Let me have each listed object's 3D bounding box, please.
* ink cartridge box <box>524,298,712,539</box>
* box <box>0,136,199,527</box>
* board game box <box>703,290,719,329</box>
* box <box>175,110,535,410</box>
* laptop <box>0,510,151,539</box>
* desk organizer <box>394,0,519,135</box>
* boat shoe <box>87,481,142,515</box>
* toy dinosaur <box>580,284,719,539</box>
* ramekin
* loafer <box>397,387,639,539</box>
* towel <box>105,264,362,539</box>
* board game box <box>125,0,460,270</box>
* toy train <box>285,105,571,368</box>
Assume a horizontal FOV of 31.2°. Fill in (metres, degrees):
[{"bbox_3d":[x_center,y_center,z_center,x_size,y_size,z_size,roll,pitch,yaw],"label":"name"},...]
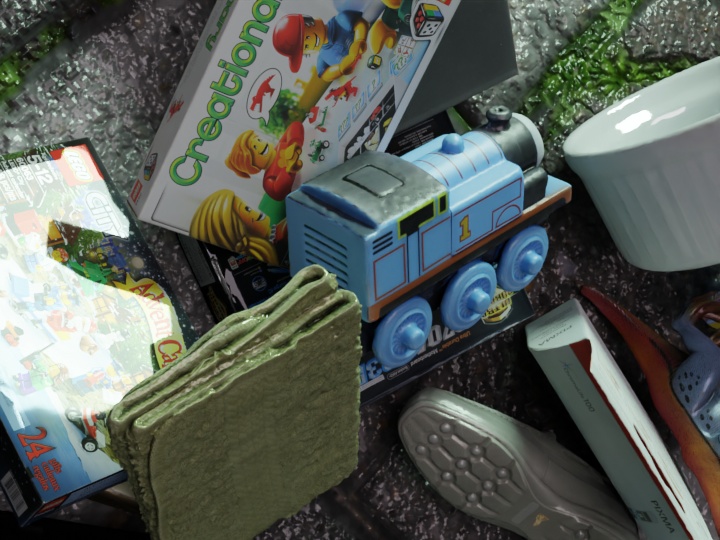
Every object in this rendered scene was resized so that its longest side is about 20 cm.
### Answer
[{"bbox_3d":[0.166,0.113,0.830,0.047,0.200,0.160,-31,95,12],"label":"ink cartridge box"},{"bbox_3d":[-0.172,0.027,0.731,0.136,0.038,0.201,-20,74,-42],"label":"box"},{"bbox_3d":[0.341,0.016,0.909,0.157,0.200,0.039,2,59,-26],"label":"board game box"},{"bbox_3d":[0.000,0.000,0.853,0.199,0.046,0.160,-27,94,-23],"label":"box"},{"bbox_3d":[-0.142,0.264,0.736,0.187,0.116,0.201,20,38,-38],"label":"laptop"},{"bbox_3d":[-0.001,-0.131,0.839,0.199,0.077,0.072,-28,124,-23],"label":"desk organizer"},{"bbox_3d":[-0.186,0.087,0.758,0.200,0.072,0.066,26,65,-19],"label":"boat shoe"},{"bbox_3d":[0.238,0.117,0.891,0.199,0.105,0.182,6,59,22],"label":"toy dinosaur"},{"bbox_3d":[0.249,-0.080,0.888,0.200,0.200,0.098,-30,103,-22],"label":"ramekin"},{"bbox_3d":[0.107,0.137,0.876,0.200,0.070,0.070,38,29,-19],"label":"loafer"},{"bbox_3d":[-0.062,0.090,0.708,0.148,0.200,0.036,-31,57,-20],"label":"towel"},{"bbox_3d":[-0.037,-0.103,0.746,0.126,0.035,0.201,18,106,-31],"label":"board game box"},{"bbox_3d":[0.044,-0.025,0.772,0.200,0.087,0.115,-29,135,-33],"label":"toy train"}]
